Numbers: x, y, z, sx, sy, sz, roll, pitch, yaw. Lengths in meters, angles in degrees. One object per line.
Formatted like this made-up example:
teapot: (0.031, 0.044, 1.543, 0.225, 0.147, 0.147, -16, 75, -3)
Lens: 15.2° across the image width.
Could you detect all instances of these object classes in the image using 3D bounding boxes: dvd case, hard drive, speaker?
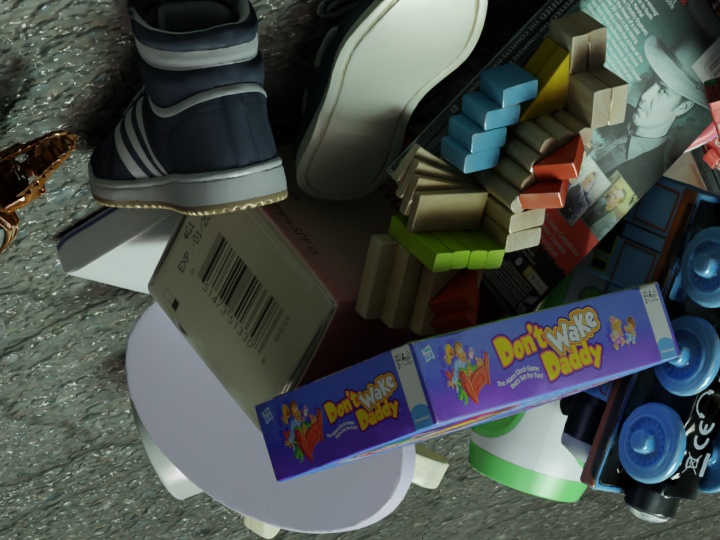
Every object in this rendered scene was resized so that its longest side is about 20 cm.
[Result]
dvd case: (0.120, -0.083, 1.501, 0.200, 0.022, 0.146, -46, 134, -2)
hard drive: (-0.077, -0.022, 1.653, 0.131, 0.026, 0.200, -30, 159, 22)
speaker: (0.131, 0.035, 1.657, 0.088, 0.088, 0.201, 8, 102, -54)

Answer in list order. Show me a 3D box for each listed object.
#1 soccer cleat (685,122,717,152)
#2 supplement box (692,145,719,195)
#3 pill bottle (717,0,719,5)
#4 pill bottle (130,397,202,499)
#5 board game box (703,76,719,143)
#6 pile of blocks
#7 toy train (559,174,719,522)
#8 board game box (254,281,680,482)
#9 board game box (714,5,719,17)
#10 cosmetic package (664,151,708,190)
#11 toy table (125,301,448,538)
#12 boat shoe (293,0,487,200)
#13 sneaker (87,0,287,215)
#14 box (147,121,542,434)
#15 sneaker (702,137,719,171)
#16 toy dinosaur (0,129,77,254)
soccer cleat: (0.222, -0.115, 1.663, 0.199, 0.067, 0.076, -24, 170, 6)
supplement box: (0.294, -0.067, 1.819, 0.199, 0.086, 0.110, -29, 159, 23)
pill bottle: (0.232, -0.182, 1.418, 0.111, 0.112, 0.200, -23, 160, 6)
pill bottle: (-0.048, 0.077, 1.812, 0.199, 0.113, 0.112, -23, 160, 8)
board game box: (0.293, -0.089, 1.464, 0.199, 0.020, 0.103, -15, 141, 10)
pile of blocks: (0.073, -0.046, 1.432, 0.082, 0.062, 0.201, 25, 100, -43)
toy train: (0.180, 0.041, 1.566, 0.086, 0.114, 0.201, 12, 99, -45)
board game box: (0.060, 0.060, 1.482, 0.199, 0.045, 0.134, -12, 172, -44)
board game box: (0.302, -0.127, 1.549, 0.200, 0.152, 0.046, -34, 162, 24)
cosmetic package: (0.127, -0.027, 1.753, 0.199, 0.088, 0.103, -24, 162, 8)
toy table: (-0.040, 0.087, 1.681, 0.184, 0.200, 0.117, -52, 161, 12)
boat shoe: (0.013, -0.117, 1.437, 0.074, 0.062, 0.200, 3, 145, -16)
sneaker: (-0.098, -0.090, 1.414, 0.070, 0.109, 0.200, -15, -170, -23)
box: (0.000, 0.000, 1.573, 0.199, 0.128, 0.109, -12, 142, -44)
sneaker: (0.264, -0.038, 1.731, 0.067, 0.107, 0.203, -26, 134, -68)
toy dinosaur: (-0.226, -0.029, 1.424, 0.136, 0.102, 0.200, -33, 163, -54)
